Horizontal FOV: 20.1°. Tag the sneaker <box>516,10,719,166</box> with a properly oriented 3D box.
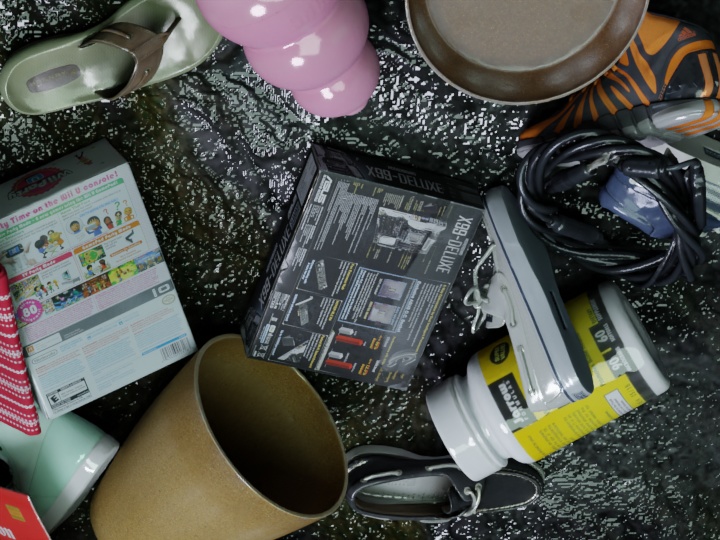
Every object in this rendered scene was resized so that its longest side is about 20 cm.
[{"bbox_3d":[0.219,-0.157,1.725,0.200,0.112,0.078,-14,165,34],"label":"sneaker"}]

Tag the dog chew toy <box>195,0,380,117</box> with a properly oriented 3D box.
[{"bbox_3d":[-0.050,-0.203,1.643,0.124,0.125,0.200,-28,127,10],"label":"dog chew toy"}]

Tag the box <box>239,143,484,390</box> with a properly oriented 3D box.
[{"bbox_3d":[0.000,0.000,1.795,0.157,0.050,0.200,12,118,-19],"label":"box"}]

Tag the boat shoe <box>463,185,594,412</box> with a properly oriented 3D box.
[{"bbox_3d":[0.130,0.030,1.779,0.086,0.075,0.202,-24,80,19],"label":"boat shoe"}]

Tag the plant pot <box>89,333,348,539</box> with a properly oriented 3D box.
[{"bbox_3d":[-0.145,0.187,1.836,0.186,0.187,0.200,39,122,-24],"label":"plant pot"}]

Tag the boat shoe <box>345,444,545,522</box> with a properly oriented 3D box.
[{"bbox_3d":[0.080,0.206,1.922,0.200,0.060,0.074,8,118,-11],"label":"boat shoe"}]

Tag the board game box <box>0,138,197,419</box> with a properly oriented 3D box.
[{"bbox_3d":[-0.244,0.009,1.750,0.147,0.064,0.200,-25,123,-14],"label":"board game box"}]

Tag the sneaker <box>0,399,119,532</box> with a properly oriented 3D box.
[{"bbox_3d":[-0.310,0.182,1.872,0.118,0.074,0.200,40,127,2],"label":"sneaker"}]

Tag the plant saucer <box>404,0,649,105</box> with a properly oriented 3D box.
[{"bbox_3d":[0.133,-0.230,1.639,0.200,0.035,0.201,-3,122,-5],"label":"plant saucer"}]

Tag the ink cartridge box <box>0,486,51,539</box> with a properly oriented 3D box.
[{"bbox_3d":[-0.333,0.265,1.847,0.045,0.200,0.176,-45,124,-31],"label":"ink cartridge box"}]

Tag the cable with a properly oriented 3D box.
[{"bbox_3d":[0.215,-0.044,1.736,0.163,0.051,0.200,5,148,12],"label":"cable"}]

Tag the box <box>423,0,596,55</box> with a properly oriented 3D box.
[{"bbox_3d":[0.120,-0.296,1.644,0.198,0.050,0.200,15,118,-17],"label":"box"}]

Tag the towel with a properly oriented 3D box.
[{"bbox_3d":[-0.341,0.046,1.734,0.144,0.022,0.200,24,140,25],"label":"towel"}]

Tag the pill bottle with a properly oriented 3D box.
[{"bbox_3d":[0.168,0.104,1.842,0.200,0.114,0.114,-30,118,11],"label":"pill bottle"}]

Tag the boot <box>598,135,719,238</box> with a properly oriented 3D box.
[{"bbox_3d":[0.313,-0.060,1.797,0.200,0.073,0.090,25,122,-10],"label":"boot"}]

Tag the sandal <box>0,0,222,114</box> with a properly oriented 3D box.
[{"bbox_3d":[-0.201,-0.172,1.675,0.201,0.057,0.080,-24,120,4],"label":"sandal"}]
